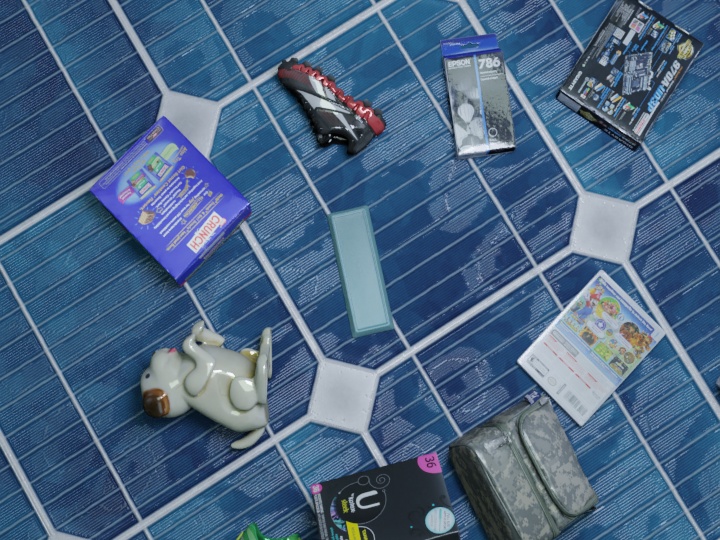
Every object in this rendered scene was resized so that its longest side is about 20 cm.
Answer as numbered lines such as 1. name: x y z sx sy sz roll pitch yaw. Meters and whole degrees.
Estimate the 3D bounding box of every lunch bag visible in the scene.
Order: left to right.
1. lunch bag: 0.248 0.302 1.621 0.166 0.139 0.202 -26 84 -19

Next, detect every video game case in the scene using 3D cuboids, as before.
1. video game case: 0.362 0.121 1.697 0.143 0.018 0.200 44 85 6

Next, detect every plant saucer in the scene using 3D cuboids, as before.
1. plant saucer: 0.000 0.000 1.714 0.069 0.019 0.204 -12 82 -2

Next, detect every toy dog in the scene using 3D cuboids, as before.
1. toy dog: -0.236 0.171 1.649 0.196 0.140 0.197 3 119 -1

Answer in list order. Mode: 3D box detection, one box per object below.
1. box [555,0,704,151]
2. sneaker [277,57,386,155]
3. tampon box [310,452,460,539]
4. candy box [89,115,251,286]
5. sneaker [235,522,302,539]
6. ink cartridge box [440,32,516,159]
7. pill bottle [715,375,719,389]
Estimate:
1. box: 0.432 -0.322 1.739 0.158 0.046 0.202 33 84 4
2. sneaker: -0.060 -0.256 1.720 0.199 0.071 0.099 35 82 3
3. tampon box: 0.042 0.383 1.580 0.196 0.128 0.151 -15 40 -1
4. candy box: -0.295 -0.107 1.700 0.169 0.077 0.200 -44 84 -6
5. sneaker: -0.098 0.444 1.629 0.197 0.074 0.085 24 87 4
6. ink cartridge box: 0.188 -0.286 1.740 0.097 0.039 0.204 -8 82 0
7. pill bottle: 0.634 0.225 1.639 0.104 0.104 0.201 -40 85 -5
